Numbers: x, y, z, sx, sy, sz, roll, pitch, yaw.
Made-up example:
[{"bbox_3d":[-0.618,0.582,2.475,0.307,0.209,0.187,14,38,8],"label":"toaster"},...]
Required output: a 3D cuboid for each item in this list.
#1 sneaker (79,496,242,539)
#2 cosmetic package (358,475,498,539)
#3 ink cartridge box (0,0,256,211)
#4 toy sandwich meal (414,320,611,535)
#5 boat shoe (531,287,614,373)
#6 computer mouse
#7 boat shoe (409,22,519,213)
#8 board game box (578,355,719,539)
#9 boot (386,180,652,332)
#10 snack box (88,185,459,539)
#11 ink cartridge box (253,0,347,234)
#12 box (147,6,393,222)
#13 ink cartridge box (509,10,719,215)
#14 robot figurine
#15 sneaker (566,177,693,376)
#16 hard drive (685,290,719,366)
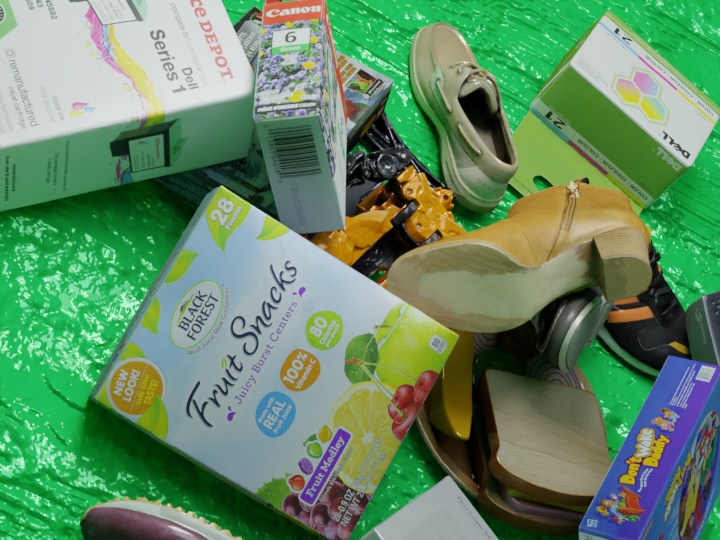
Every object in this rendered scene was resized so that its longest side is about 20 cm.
[{"bbox_3d":[-0.097,0.218,1.077,0.199,0.075,0.091,25,64,-3],"label":"sneaker"},{"bbox_3d":[0.081,0.248,1.151,0.201,0.052,0.151,52,24,9],"label":"cosmetic package"},{"bbox_3d":[-0.188,-0.141,1.220,0.198,0.084,0.146,-14,63,-21],"label":"ink cartridge box"},{"bbox_3d":[0.125,0.105,1.304,0.204,0.070,0.207,17,51,-23],"label":"toy sandwich meal"},{"bbox_3d":[0.157,0.034,1.324,0.057,0.067,0.200,27,11,12],"label":"boat shoe"},{"bbox_3d":[-0.015,-0.075,1.355,0.141,0.046,0.200,51,47,6],"label":"computer mouse"},{"bbox_3d":[0.094,-0.146,1.459,0.072,0.065,0.201,9,49,-27],"label":"boat shoe"},{"bbox_3d":[0.221,0.180,1.273,0.044,0.135,0.200,12,40,25],"label":"board game box"},{"bbox_3d":[0.115,-0.016,1.263,0.199,0.071,0.144,-4,23,-1],"label":"boot"},{"bbox_3d":[-0.059,0.066,1.161,0.199,0.068,0.170,31,80,-9],"label":"snack box"},{"bbox_3d":[-0.040,-0.134,1.239,0.050,0.110,0.201,-5,44,7],"label":"ink cartridge box"},{"bbox_3d":[-0.078,-0.117,1.323,0.136,0.040,0.200,29,46,10],"label":"box"},{"bbox_3d":[0.224,-0.119,1.523,0.148,0.076,0.200,40,45,-3],"label":"ink cartridge box"},{"bbox_3d":[0.000,0.000,1.264,0.200,0.058,0.145,-42,101,-30],"label":"robot figurine"},{"bbox_3d":[0.227,0.007,1.427,0.200,0.090,0.070,43,46,0],"label":"sneaker"},{"bbox_3d":[0.345,0.109,1.434,0.134,0.042,0.202,-14,86,-39],"label":"hard drive"}]
